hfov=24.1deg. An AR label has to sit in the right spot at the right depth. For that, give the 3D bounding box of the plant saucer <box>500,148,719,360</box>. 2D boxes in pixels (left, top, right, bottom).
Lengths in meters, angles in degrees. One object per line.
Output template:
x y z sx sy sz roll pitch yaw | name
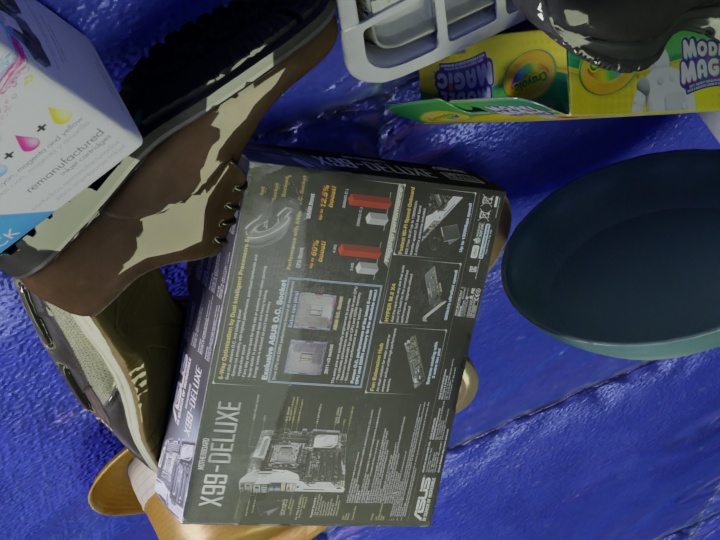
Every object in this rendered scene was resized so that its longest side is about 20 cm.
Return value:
0.185 -0.005 1.028 0.198 0.200 0.036 -25 123 -10 | plant saucer

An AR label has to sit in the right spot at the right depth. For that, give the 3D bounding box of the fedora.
-0.075 0.143 1.103 0.199 0.082 0.201 -19 159 -7 | fedora

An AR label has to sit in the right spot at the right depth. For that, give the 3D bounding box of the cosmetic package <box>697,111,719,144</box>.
0.268 -0.080 0.976 0.101 0.201 0.071 -2 141 -42 | cosmetic package

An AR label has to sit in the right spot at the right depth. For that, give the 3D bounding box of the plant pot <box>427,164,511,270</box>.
0.000 0.000 1.035 0.198 0.028 0.201 -24 152 -14 | plant pot

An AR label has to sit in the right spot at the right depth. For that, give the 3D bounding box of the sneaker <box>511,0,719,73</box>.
0.149 -0.153 0.808 0.199 0.076 0.091 -17 139 -40 | sneaker

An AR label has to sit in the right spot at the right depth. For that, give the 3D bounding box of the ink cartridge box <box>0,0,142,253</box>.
-0.193 -0.076 0.678 0.115 0.068 0.200 -36 151 11 | ink cartridge box

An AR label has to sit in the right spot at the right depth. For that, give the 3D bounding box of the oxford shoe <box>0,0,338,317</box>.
-0.079 -0.055 0.789 0.200 0.073 0.084 -40 122 13 | oxford shoe

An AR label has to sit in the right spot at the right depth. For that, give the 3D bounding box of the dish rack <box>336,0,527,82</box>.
0.055 -0.184 0.769 0.170 0.044 0.201 -25 152 -8 | dish rack

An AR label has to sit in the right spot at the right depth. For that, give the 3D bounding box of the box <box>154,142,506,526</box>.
-0.017 0.039 0.918 0.156 0.050 0.202 4 105 -28 | box

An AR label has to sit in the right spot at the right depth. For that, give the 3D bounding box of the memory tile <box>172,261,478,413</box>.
-0.041 0.070 0.993 0.199 0.017 0.154 29 117 -24 | memory tile

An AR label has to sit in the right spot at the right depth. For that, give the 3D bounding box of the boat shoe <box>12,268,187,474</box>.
-0.133 0.039 0.912 0.072 0.065 0.202 -61 152 -30 | boat shoe

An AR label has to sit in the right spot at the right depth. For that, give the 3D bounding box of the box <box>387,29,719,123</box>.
0.121 -0.103 0.899 0.199 0.049 0.117 -9 -173 -38 | box
